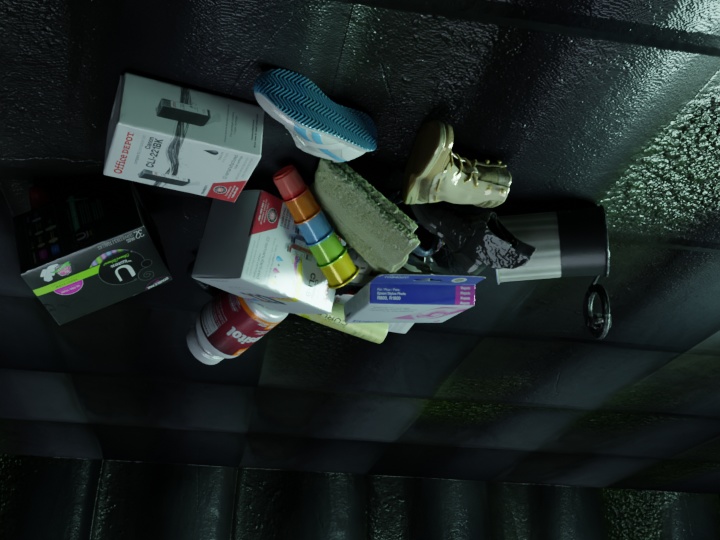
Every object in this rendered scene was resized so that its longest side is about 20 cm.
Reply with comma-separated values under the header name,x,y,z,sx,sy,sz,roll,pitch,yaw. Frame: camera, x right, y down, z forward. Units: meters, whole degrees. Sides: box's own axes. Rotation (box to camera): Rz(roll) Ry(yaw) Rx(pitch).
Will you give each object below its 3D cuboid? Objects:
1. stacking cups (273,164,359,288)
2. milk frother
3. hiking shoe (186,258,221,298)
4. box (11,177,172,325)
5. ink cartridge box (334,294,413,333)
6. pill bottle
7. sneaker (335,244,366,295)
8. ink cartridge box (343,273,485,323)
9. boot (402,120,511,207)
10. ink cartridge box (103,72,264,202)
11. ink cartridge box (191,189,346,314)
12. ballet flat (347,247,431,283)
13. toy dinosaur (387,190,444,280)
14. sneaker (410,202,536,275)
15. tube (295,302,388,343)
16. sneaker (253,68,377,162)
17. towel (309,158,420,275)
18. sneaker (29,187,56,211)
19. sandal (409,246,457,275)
name,x,y,z,sx,sy,sz,roll,pitch,yaw
stacking cups,-0.074,-0.067,1.355,0.060,0.061,0.202,-16,117,33
milk frother,0.322,0.009,1.456,0.184,0.204,0.181,-4,159,12
hiking shoe,-0.269,0.036,1.678,0.086,0.076,0.199,-18,149,33
box,-0.426,-0.034,1.380,0.197,0.125,0.150,-23,145,-6
ink cartridge box,0.016,0.047,1.676,0.196,0.089,0.146,7,153,-14
pill bottle,-0.227,0.088,1.583,0.112,0.115,0.199,22,133,-38
sneaker,-0.001,0.000,1.566,0.196,0.095,0.070,9,156,-11
ink cartridge box,0.089,0.052,1.485,0.192,0.044,0.200,1,165,-17
boot,0.151,-0.150,1.273,0.152,0.074,0.201,5,156,-7
ink cartridge box,-0.249,-0.181,1.209,0.196,0.085,0.144,11,154,-20
ink cartridge box,-0.145,-0.025,1.424,0.143,0.148,0.198,0,162,46
ballet flat,0.032,-0.010,1.504,0.196,0.068,0.063,11,143,-19
toy dinosaur,0.071,-0.073,1.481,0.198,0.106,0.181,29,176,24
sneaker,0.176,-0.071,1.379,0.200,0.060,0.104,48,128,0
tube,-0.044,0.086,1.612,0.197,0.052,0.059,20,109,-21
sneaker,-0.070,-0.200,1.175,0.198,0.078,0.080,25,148,-38
towel,-0.001,-0.082,1.345,0.200,0.036,0.149,43,150,5
sneaker,-0.467,-0.088,1.458,0.114,0.079,0.201,-19,153,-1
sandal,0.108,-0.010,1.594,0.199,0.049,0.075,24,151,-37
